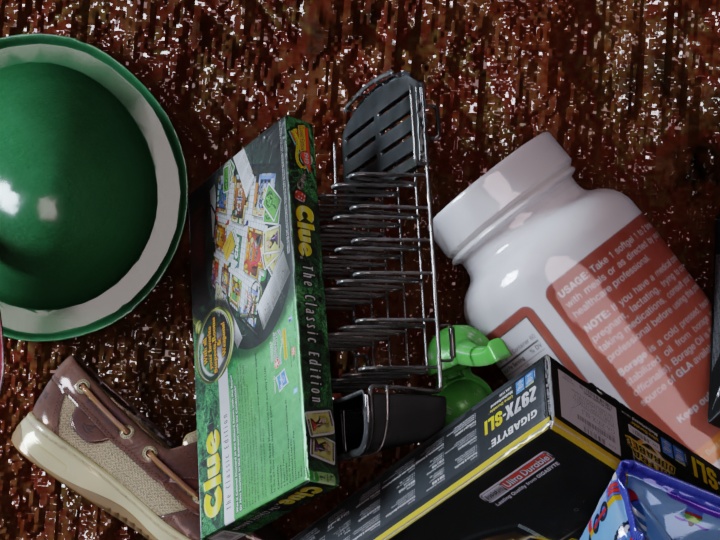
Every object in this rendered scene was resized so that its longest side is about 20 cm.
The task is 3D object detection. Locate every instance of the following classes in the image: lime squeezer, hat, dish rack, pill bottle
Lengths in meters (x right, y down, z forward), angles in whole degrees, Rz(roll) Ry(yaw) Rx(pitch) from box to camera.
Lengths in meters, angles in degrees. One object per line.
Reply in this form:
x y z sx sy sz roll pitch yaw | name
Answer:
0.062 0.072 1.011 0.038 0.201 0.071 -32 58 -20 | lime squeezer
-0.175 -0.044 1.005 0.165 0.176 0.201 -36 86 -2 | hat
0.000 0.000 1.012 0.054 0.153 0.202 1 81 -19 | dish rack
0.127 0.031 1.028 0.112 0.112 0.201 -37 86 -2 | pill bottle

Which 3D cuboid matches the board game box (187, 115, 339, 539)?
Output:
-0.054 0.031 1.010 0.023 0.105 0.202 14 61 -35 | board game box

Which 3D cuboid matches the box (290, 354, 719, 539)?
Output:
0.082 0.143 0.967 0.159 0.050 0.200 32 128 -27 | box

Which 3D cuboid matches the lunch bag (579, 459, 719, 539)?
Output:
0.190 0.189 0.901 0.198 0.151 0.095 14 44 -7 | lunch bag

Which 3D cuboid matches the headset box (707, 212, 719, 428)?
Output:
0.282 0.041 0.988 0.199 0.077 0.150 24 45 -13 | headset box

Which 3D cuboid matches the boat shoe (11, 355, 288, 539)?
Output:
-0.090 0.114 1.047 0.199 0.072 0.072 31 88 9 | boat shoe
